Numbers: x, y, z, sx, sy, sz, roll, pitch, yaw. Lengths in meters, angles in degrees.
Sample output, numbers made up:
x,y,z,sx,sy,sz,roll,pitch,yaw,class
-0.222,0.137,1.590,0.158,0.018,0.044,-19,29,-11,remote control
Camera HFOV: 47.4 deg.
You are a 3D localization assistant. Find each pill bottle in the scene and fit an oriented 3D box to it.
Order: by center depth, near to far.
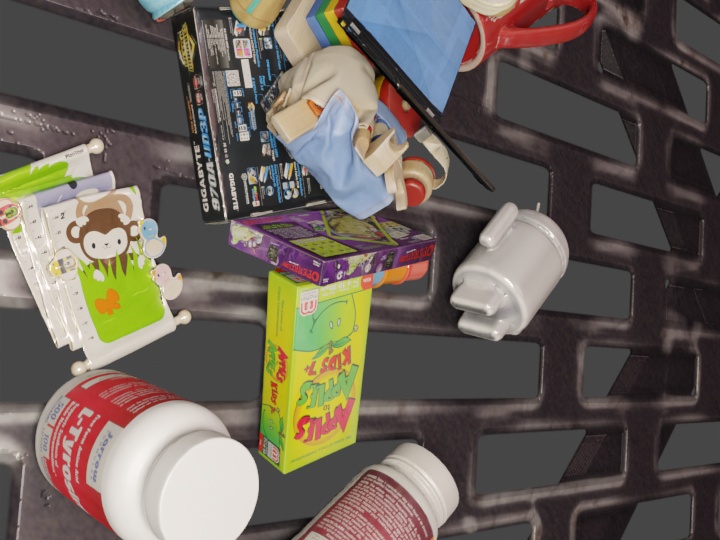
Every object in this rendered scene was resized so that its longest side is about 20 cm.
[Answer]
x,y,z,sx,sy,sz,roll,pitch,yaw,class
-0.171,0.151,0.652,0.111,0.198,0.115,-6,99,-42,pill bottle
0.012,0.285,0.881,0.199,0.113,0.116,-37,113,-35,pill bottle

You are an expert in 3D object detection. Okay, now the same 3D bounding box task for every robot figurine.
x,y,z,sx,sy,sz,roll,pitch,yaw,class
0.193,0.000,1.049,0.200,0.111,0.172,-46,134,-33,robot figurine

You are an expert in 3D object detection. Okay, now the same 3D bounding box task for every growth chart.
x,y,z,sx,sy,sz,roll,pitch,yaw,class
-0.235,-0.012,0.722,0.144,0.018,0.203,-37,116,-36,growth chart

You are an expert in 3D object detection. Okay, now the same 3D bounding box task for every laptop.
x,y,z,sx,sy,sz,roll,pitch,yaw,class
0.078,-0.215,0.800,0.116,0.201,0.187,-43,137,11,laptop

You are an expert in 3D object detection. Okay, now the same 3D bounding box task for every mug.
x,y,z,sx,sy,sz,roll,pitch,yaw,class
0.181,-0.341,1.007,0.200,0.176,0.135,-42,129,-29,mug

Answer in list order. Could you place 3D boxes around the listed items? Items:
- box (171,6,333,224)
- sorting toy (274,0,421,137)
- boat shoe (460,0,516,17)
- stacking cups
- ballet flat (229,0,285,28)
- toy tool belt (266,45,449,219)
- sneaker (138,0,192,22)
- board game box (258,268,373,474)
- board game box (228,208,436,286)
x,y,z,sx,sy,sz,roll,pitch,yaw,class
-0.098,-0.159,0.828,0.157,0.046,0.205,-15,100,-42,box
0.020,-0.242,0.880,0.200,0.068,0.202,54,45,-38,sorting toy
0.089,-0.355,0.911,0.074,0.197,0.070,-59,167,-28,boat shoe
0.000,0.000,0.911,0.197,0.060,0.062,-1,90,-44,stacking cups
-0.073,-0.319,0.807,0.068,0.063,0.203,28,54,-23,ballet flat
-0.004,-0.107,0.790,0.200,0.124,0.124,42,37,-25,toy tool belt
-0.153,-0.331,0.758,0.096,0.079,0.202,45,61,-30,sneaker
-0.046,0.093,0.832,0.100,0.047,0.204,-14,118,-42,board game box
-0.022,-0.029,0.822,0.198,0.119,0.033,-12,124,-53,board game box
